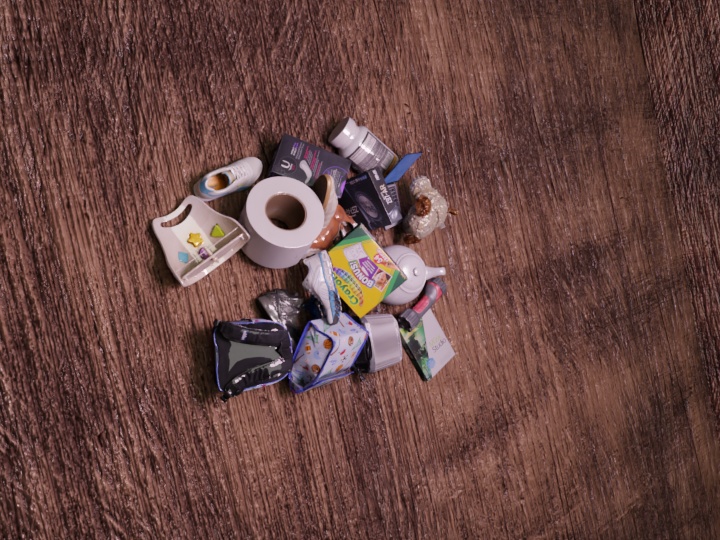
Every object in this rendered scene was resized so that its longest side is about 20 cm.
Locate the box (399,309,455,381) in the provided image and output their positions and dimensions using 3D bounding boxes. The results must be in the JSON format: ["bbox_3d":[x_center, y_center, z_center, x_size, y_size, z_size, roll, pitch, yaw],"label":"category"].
[{"bbox_3d":[0.206,0.228,1.778,0.144,0.036,0.200,-38,104,-31],"label":"box"}]

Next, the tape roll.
[{"bbox_3d":[-0.209,-0.122,1.446,0.202,0.139,0.203,9,65,-20],"label":"tape roll"}]

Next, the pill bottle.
[{"bbox_3d":[0.008,-0.354,1.664,0.200,0.116,0.116,37,66,-24],"label":"pill bottle"}]

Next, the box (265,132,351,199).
[{"bbox_3d":[-0.144,-0.269,1.535,0.200,0.106,0.122,20,73,-16],"label":"box"}]

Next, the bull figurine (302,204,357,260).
[{"bbox_3d":[-0.093,-0.098,1.598,0.121,0.065,0.200,42,69,-30],"label":"bull figurine"}]

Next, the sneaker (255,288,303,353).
[{"bbox_3d":[-0.184,0.132,1.504,0.114,0.076,0.200,-33,98,-24],"label":"sneaker"}]

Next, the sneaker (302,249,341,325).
[{"bbox_3d":[-0.105,0.051,1.464,0.087,0.075,0.200,-15,71,6],"label":"sneaker"}]

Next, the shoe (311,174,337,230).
[{"bbox_3d":[-0.096,-0.179,1.482,0.053,0.200,0.070,-17,59,-29],"label":"shoe"}]

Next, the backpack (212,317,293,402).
[{"bbox_3d":[-0.268,0.206,1.390,0.190,0.154,0.200,-3,94,-17],"label":"backpack"}]

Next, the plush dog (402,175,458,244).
[{"bbox_3d":[0.197,-0.161,1.691,0.172,0.160,0.200,-50,156,-49],"label":"plush dog"}]

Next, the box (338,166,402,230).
[{"bbox_3d":[0.014,-0.196,1.598,0.044,0.200,0.160,-33,104,-31],"label":"box"}]

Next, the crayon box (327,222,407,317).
[{"bbox_3d":[0.000,0.000,1.540,0.173,0.058,0.200,-40,100,8],"label":"crayon box"}]

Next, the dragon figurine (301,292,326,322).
[{"bbox_3d":[-0.109,0.119,1.542,0.059,0.099,0.200,-25,99,-33],"label":"dragon figurine"}]

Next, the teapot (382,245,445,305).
[{"bbox_3d":[0.124,0.011,1.682,0.197,0.146,0.200,47,63,-20],"label":"teapot"}]

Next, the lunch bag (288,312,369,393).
[{"bbox_3d":[-0.089,0.231,1.488,0.170,0.124,0.200,-4,126,-56],"label":"lunch bag"}]

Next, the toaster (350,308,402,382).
[{"bbox_3d":[0.042,0.214,1.625,0.129,0.114,0.200,-9,88,-36],"label":"toaster"}]

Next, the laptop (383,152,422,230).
[{"bbox_3d":[0.129,-0.239,1.674,0.187,0.116,0.200,-32,111,-65],"label":"laptop"}]

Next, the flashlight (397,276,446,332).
[{"bbox_3d":[0.190,0.099,1.740,0.200,0.068,0.068,-41,149,-34],"label":"flashlight"}]

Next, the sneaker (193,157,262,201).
[{"bbox_3d":[-0.329,-0.239,1.446,0.200,0.081,0.077,-36,103,-32],"label":"sneaker"}]

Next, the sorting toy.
[{"bbox_3d":[-0.407,-0.084,1.373,0.200,0.107,0.180,-39,94,-19],"label":"sorting toy"}]
